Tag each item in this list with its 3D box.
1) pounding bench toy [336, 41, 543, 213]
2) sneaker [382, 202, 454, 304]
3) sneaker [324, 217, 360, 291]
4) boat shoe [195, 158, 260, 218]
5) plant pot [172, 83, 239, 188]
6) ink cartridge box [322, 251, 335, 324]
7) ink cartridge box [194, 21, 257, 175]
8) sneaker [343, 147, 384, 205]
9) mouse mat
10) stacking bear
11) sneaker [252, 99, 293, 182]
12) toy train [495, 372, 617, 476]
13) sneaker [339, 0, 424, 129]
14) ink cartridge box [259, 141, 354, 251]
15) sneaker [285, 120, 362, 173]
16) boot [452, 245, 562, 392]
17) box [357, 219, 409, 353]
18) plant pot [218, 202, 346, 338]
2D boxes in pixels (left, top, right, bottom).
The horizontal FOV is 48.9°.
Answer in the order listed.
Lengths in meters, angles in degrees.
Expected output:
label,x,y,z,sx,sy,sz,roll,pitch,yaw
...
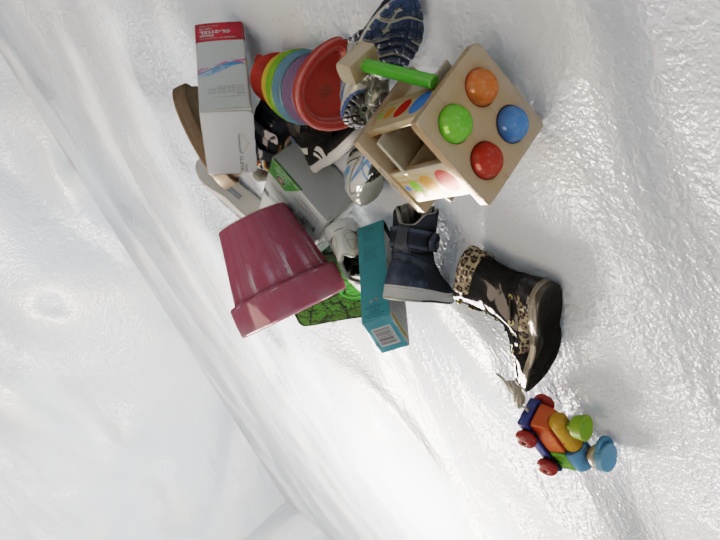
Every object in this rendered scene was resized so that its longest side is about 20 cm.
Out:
label,x,y,z,sx,sy,sz,roll,pitch,yaw
pounding bench toy,0.077,-0.180,0.879,0.200,0.125,0.155,44,161,-21
sneaker,0.098,-0.024,1.200,0.076,0.148,0.202,3,177,23
sneaker,0.000,0.000,1.358,0.200,0.075,0.082,52,-164,-46
boat shoe,-0.283,-0.169,1.724,0.199,0.072,0.069,37,155,12
plant pot,-0.253,-0.260,1.443,0.202,0.092,0.201,62,-175,-10
ink cartridge box,-0.091,0.004,1.631,0.200,0.048,0.146,48,157,5
ink cartridge box,-0.217,-0.277,1.276,0.146,0.082,0.202,96,167,-54
sneaker,0.014,-0.163,1.157,0.073,0.071,0.200,55,155,9
mouse mat,-0.047,0.032,1.467,0.198,0.008,0.162,-12,126,15
stacking bear,-0.094,-0.274,1.157,0.199,0.113,0.122,29,149,52
sneaker,-0.158,-0.227,1.379,0.078,0.079,0.201,42,154,23
toy train,0.289,0.224,1.167,0.115,0.085,0.201,-3,133,50
sneaker,0.013,-0.273,0.982,0.201,0.076,0.086,122,141,-49
ink cartridge box,-0.097,-0.122,1.406,0.147,0.083,0.200,49,156,5
sneaker,-0.063,-0.219,1.211,0.112,0.073,0.200,54,159,-9
boot,0.205,0.066,1.122,0.150,0.073,0.201,33,147,35
box,0.034,0.022,1.245,0.083,0.049,0.202,57,-158,-43
plant pot,-0.147,-0.008,1.347,0.181,0.198,0.200,65,157,1
